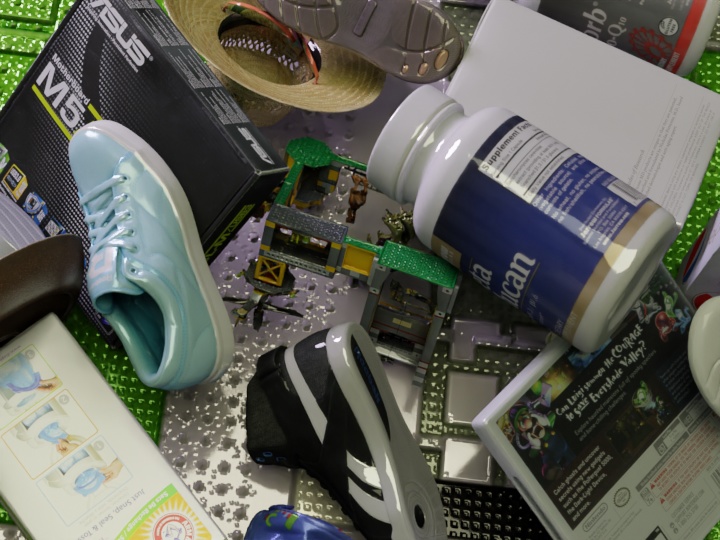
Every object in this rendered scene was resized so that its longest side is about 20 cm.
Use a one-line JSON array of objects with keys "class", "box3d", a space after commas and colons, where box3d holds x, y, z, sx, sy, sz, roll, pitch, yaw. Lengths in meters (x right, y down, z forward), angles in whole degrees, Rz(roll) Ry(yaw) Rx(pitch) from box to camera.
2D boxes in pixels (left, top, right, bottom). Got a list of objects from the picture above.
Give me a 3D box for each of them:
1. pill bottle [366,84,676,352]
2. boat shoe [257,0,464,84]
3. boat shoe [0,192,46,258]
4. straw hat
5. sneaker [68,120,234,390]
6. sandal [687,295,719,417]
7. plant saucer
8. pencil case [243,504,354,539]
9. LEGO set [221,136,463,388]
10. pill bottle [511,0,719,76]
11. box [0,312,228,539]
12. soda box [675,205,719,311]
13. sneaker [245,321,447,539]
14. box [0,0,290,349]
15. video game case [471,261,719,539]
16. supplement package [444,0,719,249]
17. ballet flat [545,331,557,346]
[{"class": "pill bottle", "box3d": [0.106, -0.042, 1.055, 0.199, 0.111, 0.111, 34, 69, 16]}, {"class": "boat shoe", "box3d": [-0.008, -0.202, 1.179, 0.199, 0.073, 0.075, 36, 100, 12]}, {"class": "boat shoe", "box3d": [-0.301, -0.035, 1.133, 0.200, 0.072, 0.071, 38, 97, 33]}, {"class": "straw hat", "box3d": [-0.077, -0.159, 1.197, 0.199, 0.085, 0.202, 20, 39, -17]}, {"class": "sneaker", "box3d": [-0.155, -0.012, 1.045, 0.074, 0.082, 0.201, -34, 81, 29]}, {"class": "sandal", "box3d": [0.289, 0.082, 1.113, 0.202, 0.050, 0.083, 34, 78, -35]}, {"class": "plant saucer", "box3d": [-0.262, 0.050, 1.041, 0.200, 0.200, 0.032, -37, 83, -17]}, {"class": "pencil case", "box3d": [-0.077, 0.252, 1.037, 0.087, 0.078, 0.201, 38, 67, -16]}, {"class": "LEGO set", "box3d": [0.000, 0.000, 1.150, 0.198, 0.117, 0.154, 14, 38, -3]}, {"class": "pill bottle", "box3d": [0.191, -0.241, 1.239, 0.198, 0.116, 0.117, 20, 68, 4]}, {"class": "box", "box3d": [-0.188, 0.150, 1.051, 0.101, 0.113, 0.200, -36, 76, -17]}, {"class": "soda box", "box3d": [0.281, -0.010, 1.107, 0.068, 0.200, 0.064, 22, 66, 4]}, {"class": "sneaker", "box3d": [-0.016, 0.144, 1.100, 0.111, 0.073, 0.202, -19, 94, 24]}, {"class": "box", "box3d": [-0.173, -0.079, 1.118, 0.201, 0.193, 0.047, 52, 31, 14]}, {"class": "video game case", "box3d": [0.195, 0.116, 1.095, 0.200, 0.023, 0.182, -41, 101, -26]}, {"class": "supplement package", "box3d": [0.161, -0.098, 1.175, 0.199, 0.121, 0.120, 25, 68, 5]}, {"class": "ballet flat", "box3d": [0.157, 0.087, 1.123, 0.067, 0.072, 0.202, 0, 64, 44]}]
